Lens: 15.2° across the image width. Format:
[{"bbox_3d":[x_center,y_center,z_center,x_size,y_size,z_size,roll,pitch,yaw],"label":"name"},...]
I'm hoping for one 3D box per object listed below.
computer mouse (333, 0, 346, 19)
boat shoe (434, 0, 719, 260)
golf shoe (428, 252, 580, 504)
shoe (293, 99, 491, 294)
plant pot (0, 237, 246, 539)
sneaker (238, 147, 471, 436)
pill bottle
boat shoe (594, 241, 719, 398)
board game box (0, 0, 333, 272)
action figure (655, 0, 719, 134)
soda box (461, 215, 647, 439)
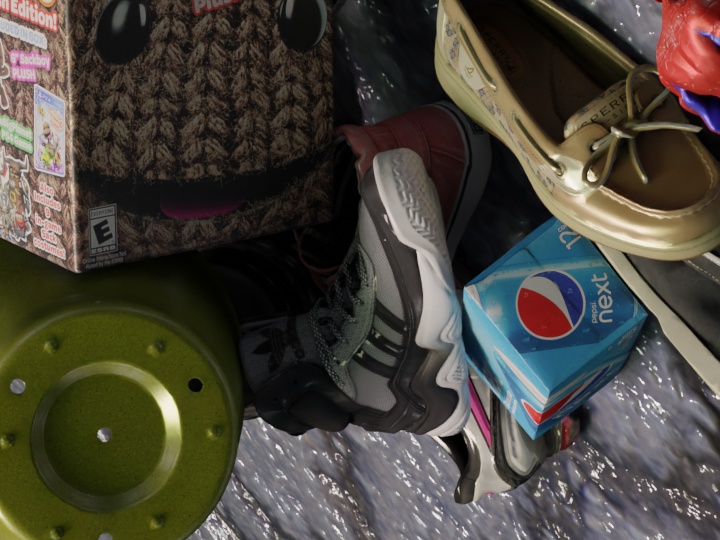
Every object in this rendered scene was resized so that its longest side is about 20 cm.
[{"bbox_3d":[-0.049,-0.179,1.443,0.141,0.046,0.200,59,144,22],"label":"computer mouse"},{"bbox_3d":[0.100,-0.076,1.267,0.200,0.073,0.063,40,157,35],"label":"boat shoe"},{"bbox_3d":[0.034,0.040,1.549,0.200,0.092,0.073,50,161,15],"label":"golf shoe"},{"bbox_3d":[0.000,0.000,1.459,0.071,0.091,0.201,46,132,36],"label":"shoe"},{"bbox_3d":[-0.139,0.069,1.374,0.201,0.200,0.193,60,172,-12],"label":"plant pot"},{"bbox_3d":[-0.007,0.023,1.365,0.200,0.113,0.076,80,179,-50],"label":"sneaker"},{"bbox_3d":[-0.065,0.027,1.587,0.112,0.112,0.200,54,-168,1],"label":"pill bottle"},{"bbox_3d":[0.157,-0.006,1.279,0.072,0.068,0.200,38,-168,-49],"label":"boat shoe"},{"bbox_3d":[-0.102,-0.118,1.353,0.097,0.159,0.201,22,118,50],"label":"board game box"},{"bbox_3d":[0.183,-0.059,1.156,0.200,0.052,0.066,53,153,18],"label":"action figure"},{"bbox_3d":[0.095,0.032,1.375,0.068,0.064,0.200,51,175,9],"label":"soda box"}]
